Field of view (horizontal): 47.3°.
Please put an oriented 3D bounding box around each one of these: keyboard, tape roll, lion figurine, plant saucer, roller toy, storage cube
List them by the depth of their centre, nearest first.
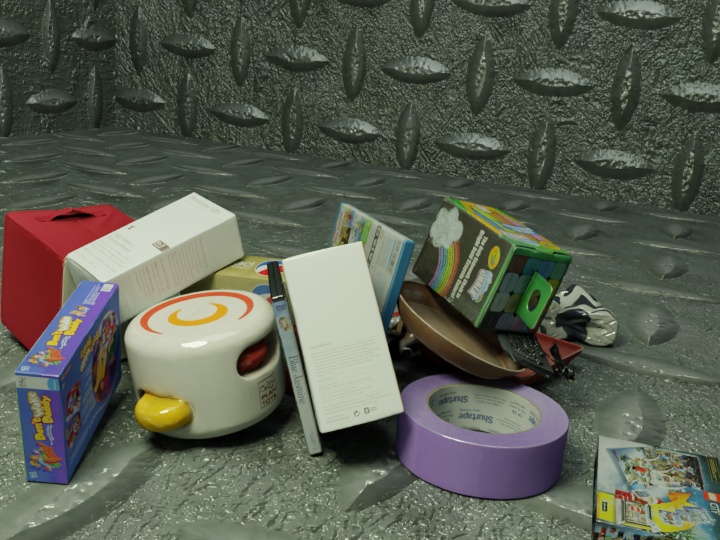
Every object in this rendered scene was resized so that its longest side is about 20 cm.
[{"bbox_3d":[0.143,0.191,0.979,0.199,0.066,0.200,4,15,-1],"label":"tape roll"},{"bbox_3d":[-0.185,0.116,1.001,0.182,0.140,0.200,-10,19,-12],"label":"roller toy"},{"bbox_3d":[0.126,0.082,1.078,0.200,0.035,0.200,28,16,-9],"label":"plant saucer"},{"bbox_3d":[0.236,0.098,1.137,0.127,0.021,0.200,30,17,-10],"label":"keyboard"},{"bbox_3d":[-0.391,0.023,1.177,0.171,0.201,0.180,-10,28,-45],"label":"storage cube"},{"bbox_3d":[0.129,0.076,1.223,0.199,0.073,0.123,9,29,-12],"label":"lion figurine"},{"bbox_3d":[0.212,0.128,1.276,0.199,0.037,0.200,17,19,37],"label":"plant saucer"}]

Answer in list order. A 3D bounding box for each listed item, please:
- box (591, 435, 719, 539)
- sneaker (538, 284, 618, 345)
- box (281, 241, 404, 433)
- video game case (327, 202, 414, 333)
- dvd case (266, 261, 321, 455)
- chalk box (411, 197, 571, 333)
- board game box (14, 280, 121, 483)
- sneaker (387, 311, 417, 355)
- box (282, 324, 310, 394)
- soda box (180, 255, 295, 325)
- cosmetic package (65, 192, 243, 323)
[{"bbox_3d":[0.321,0.248,0.882,0.136,0.038,0.200,9,16,15],"label":"box"},{"bbox_3d":[0.347,0.068,1.452,0.199,0.080,0.130,7,14,6],"label":"sneaker"},{"bbox_3d":[-0.024,0.082,0.973,0.097,0.201,0.124,-13,-9,-5],"label":"box"},{"bbox_3d":[0.000,0.000,1.114,0.018,0.144,0.200,10,13,-29],"label":"video game case"},{"bbox_3d":[-0.080,0.101,0.986,0.017,0.201,0.143,-13,18,-4],"label":"dvd case"},{"bbox_3d":[0.189,0.004,1.112,0.124,0.125,0.200,8,24,-39],"label":"chalk box"},{"bbox_3d":[-0.315,0.116,0.910,0.045,0.135,0.200,5,25,-1],"label":"board game box"},{"bbox_3d":[0.027,0.086,1.270,0.200,0.077,0.085,-8,29,-39],"label":"sneaker"},{"bbox_3d":[-0.101,0.103,1.154,0.200,0.096,0.100,15,18,32],"label":"box"},{"bbox_3d":[-0.145,0.023,1.116,0.199,0.068,0.064,6,29,17],"label":"soda box"},{"bbox_3d":[-0.263,-0.020,1.071,0.200,0.074,0.102,-34,44,-32],"label":"cosmetic package"}]
